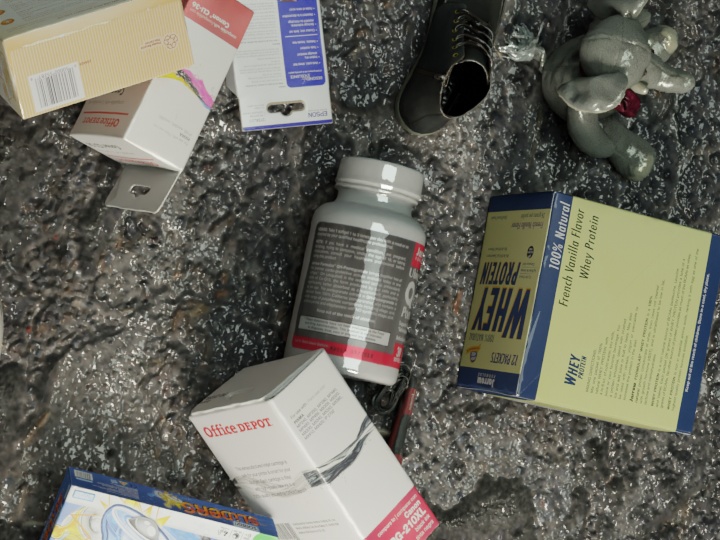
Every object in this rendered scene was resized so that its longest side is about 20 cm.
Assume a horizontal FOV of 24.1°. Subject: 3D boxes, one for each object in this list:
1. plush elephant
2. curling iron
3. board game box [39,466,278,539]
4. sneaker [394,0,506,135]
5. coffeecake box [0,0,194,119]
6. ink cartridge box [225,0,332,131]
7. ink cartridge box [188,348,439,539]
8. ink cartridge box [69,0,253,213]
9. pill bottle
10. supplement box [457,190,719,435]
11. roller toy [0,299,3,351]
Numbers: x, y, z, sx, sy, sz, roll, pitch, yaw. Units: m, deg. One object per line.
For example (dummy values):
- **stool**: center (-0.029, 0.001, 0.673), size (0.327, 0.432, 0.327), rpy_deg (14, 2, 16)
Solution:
- **plush elephant**: center (0.254, -0.199, 1.655), size (0.199, 0.155, 0.166), rpy_deg (22, 82, -21)
- **curling iron**: center (0.018, 0.188, 1.632), size (0.049, 0.026, 0.202), rpy_deg (9, 91, 0)
- **board game box**: center (-0.190, 0.264, 1.513), size (0.199, 0.034, 0.136), rpy_deg (17, 109, -21)
- **sneaker**: center (0.109, -0.224, 1.624), size (0.074, 0.106, 0.201), rpy_deg (25, 81, -20)
- **coffeecake box**: center (-0.252, -0.213, 1.423), size (0.153, 0.200, 0.074), rpy_deg (-21, 123, -20)
- **ink cartridge box**: center (-0.084, -0.233, 1.584), size (0.094, 0.037, 0.202), rpy_deg (-7, 90, -23)
- **ink cartridge box**: center (-0.044, 0.181, 1.533), size (0.084, 0.144, 0.201), rpy_deg (-41, 105, -35)
- **ink cartridge box**: center (-0.185, -0.156, 1.494), size (0.067, 0.116, 0.201), rpy_deg (29, 79, -32)
- **pill bottle**: center (0.000, 0.000, 1.577), size (0.110, 0.111, 0.202), rpy_deg (14, 85, -21)
- **supplement box**: center (0.225, 0.042, 1.655), size (0.198, 0.134, 0.202), rpy_deg (13, 85, -22)
- **roller toy**: center (-0.389, 0.049, 1.404), size (0.181, 0.140, 0.201), rpy_deg (-23, 101, -10)
